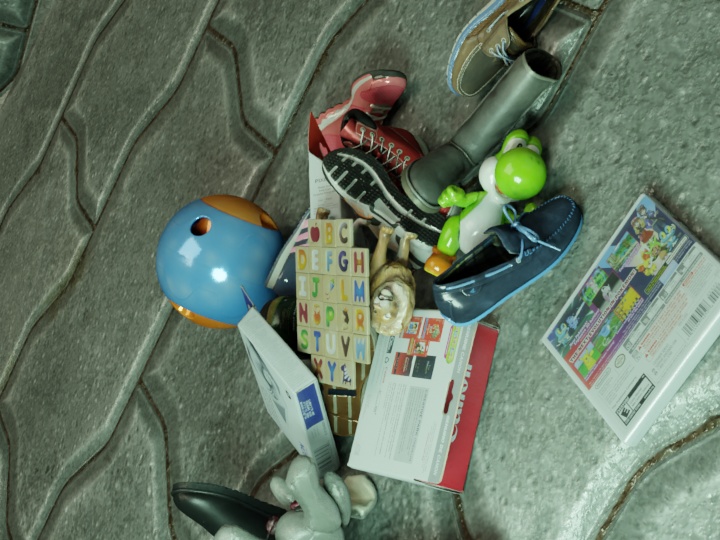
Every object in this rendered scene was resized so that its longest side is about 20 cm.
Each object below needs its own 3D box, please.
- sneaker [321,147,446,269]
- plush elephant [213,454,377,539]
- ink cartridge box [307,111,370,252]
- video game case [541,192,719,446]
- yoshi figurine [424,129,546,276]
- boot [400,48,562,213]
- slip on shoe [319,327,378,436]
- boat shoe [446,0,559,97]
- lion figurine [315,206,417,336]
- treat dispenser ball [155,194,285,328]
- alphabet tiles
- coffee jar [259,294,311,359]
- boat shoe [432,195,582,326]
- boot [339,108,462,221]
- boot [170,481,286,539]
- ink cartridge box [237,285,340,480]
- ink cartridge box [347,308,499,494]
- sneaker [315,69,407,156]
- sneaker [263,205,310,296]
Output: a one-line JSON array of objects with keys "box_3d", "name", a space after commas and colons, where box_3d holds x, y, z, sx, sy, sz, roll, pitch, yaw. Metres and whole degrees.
[{"box_3d": [0.023, -0.076, 1.543, 0.200, 0.074, 0.080, 43, 149, 14], "name": "sneaker"}, {"box_3d": [-0.064, 0.314, 1.510, 0.165, 0.200, 0.155, -50, 14, 6], "name": "plush elephant"}, {"box_3d": [-0.027, -0.096, 1.652, 0.047, 0.160, 0.202, -9, 59, 13], "name": "ink cartridge box"}, {"box_3d": [0.287, 0.047, 1.245, 0.201, 0.023, 0.183, -58, 35, 19], "name": "video game case"}, {"box_3d": [0.157, -0.071, 1.428, 0.112, 0.112, 0.201, 32, 98, 40], "name": "yoshi figurine"}, {"box_3d": [0.149, -0.170, 1.461, 0.200, 0.073, 0.182, -39, 8, 35], "name": "boot"}, {"box_3d": [-0.013, 0.124, 1.546, 0.061, 0.075, 0.201, -79, -8, -50], "name": "slip on shoe"}, {"box_3d": [0.182, -0.298, 1.526, 0.201, 0.072, 0.073, -56, 37, 20], "name": "boat shoe"}, {"box_3d": [0.000, 0.000, 1.471, 0.199, 0.072, 0.124, 20, 97, 50], "name": "lion figurine"}, {"box_3d": [-0.208, -0.013, 1.825, 0.200, 0.200, 0.203, -30, 50, 44], "name": "treat dispenser ball"}, {"box_3d": [-0.035, 0.038, 1.461, 0.166, 0.006, 0.202, 5, 96, 58], "name": "alphabet tiles"}, {"box_3d": [-0.053, 0.073, 1.646, 0.199, 0.104, 0.086, -12, 68, 51], "name": "coffee jar"}, {"box_3d": [0.166, -0.019, 1.343, 0.200, 0.069, 0.084, -43, 36, -13], "name": "boat shoe"}, {"box_3d": [0.044, -0.135, 1.577, 0.073, 0.143, 0.201, -53, 39, 19], "name": "boot"}, {"box_3d": [-0.172, 0.379, 1.588, 0.073, 0.197, 0.164, -24, 48, 50], "name": "boot"}, {"box_3d": [-0.106, 0.149, 1.591, 0.040, 0.201, 0.200, -29, 49, -16], "name": "ink cartridge box"}, {"box_3d": [0.087, 0.152, 1.422, 0.175, 0.083, 0.202, 1, 74, 54], "name": "ink cartridge box"}, {"box_3d": [0.008, -0.216, 1.755, 0.200, 0.073, 0.088, -37, 59, 45], "name": "sneaker"}, {"box_3d": [-0.060, -0.041, 1.763, 0.201, 0.082, 0.070, -59, 1, -15], "name": "sneaker"}]
